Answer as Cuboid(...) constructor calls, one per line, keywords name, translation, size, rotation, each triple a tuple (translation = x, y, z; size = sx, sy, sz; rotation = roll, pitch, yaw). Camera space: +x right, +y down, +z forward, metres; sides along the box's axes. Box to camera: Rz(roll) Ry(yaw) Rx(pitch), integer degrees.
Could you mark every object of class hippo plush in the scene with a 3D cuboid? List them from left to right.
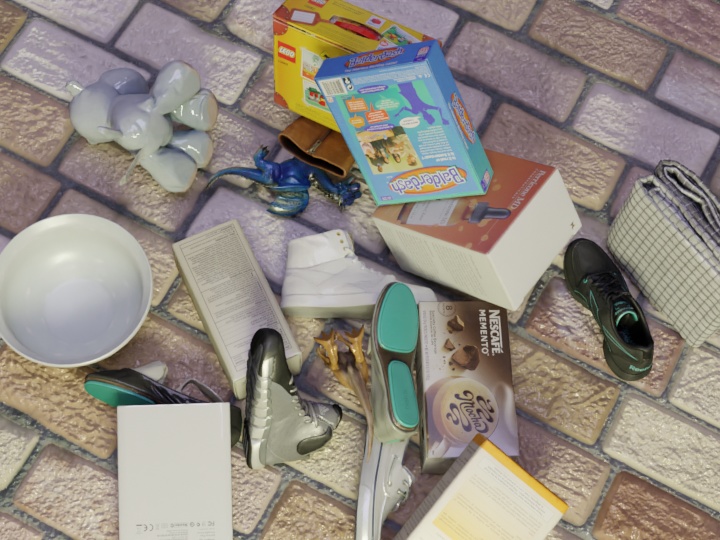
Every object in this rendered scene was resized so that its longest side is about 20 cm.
Cuboid(name="hippo plush", translation=(-0.297, -0.183, 1.748), size=(0.161, 0.160, 0.200), rotation=(14, 46, 36))

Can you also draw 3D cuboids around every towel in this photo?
Cuboid(name="towel", translation=(0.412, -0.023, 1.682), size=(0.085, 0.166, 0.200), rotation=(-33, 72, -22))

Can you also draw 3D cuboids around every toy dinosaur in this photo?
Cuboid(name="toy dinosaur", translation=(-0.007, 0.124, 1.594), size=(0.060, 0.106, 0.200), rotation=(-21, 30, -6))

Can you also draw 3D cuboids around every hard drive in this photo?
Cuboid(name="hard drive", translation=(-0.217, 0.257, 1.569), size=(0.132, 0.025, 0.201), rotation=(-1, 85, -4))

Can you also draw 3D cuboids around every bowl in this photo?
Cuboid(name="bowl", translation=(-0.351, 0.038, 1.655), size=(0.200, 0.090, 0.202), rotation=(1, 66, -2))

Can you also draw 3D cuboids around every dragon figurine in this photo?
Cuboid(name="dragon figurine", translation=(-0.097, -0.112, 1.744), size=(0.199, 0.059, 0.100), rotation=(-11, 59, -16))

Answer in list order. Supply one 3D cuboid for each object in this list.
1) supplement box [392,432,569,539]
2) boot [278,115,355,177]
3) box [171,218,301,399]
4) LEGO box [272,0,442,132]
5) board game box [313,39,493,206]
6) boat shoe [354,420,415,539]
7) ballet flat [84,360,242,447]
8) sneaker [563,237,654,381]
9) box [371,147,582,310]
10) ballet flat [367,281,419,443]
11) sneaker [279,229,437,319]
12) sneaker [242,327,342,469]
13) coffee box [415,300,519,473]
Cuboid(name="supplement box", translation=(0.125, 0.304, 1.531), size=(0.126, 0.074, 0.200), rotation=(40, 87, -3))
Cuboid(name="boot", translation=(0.020, -0.192, 1.750), size=(0.188, 0.069, 0.200), rotation=(28, 48, 10))
Cuboid(name="box", translation=(-0.154, 0.048, 1.667), size=(0.095, 0.078, 0.200), rotation=(-21, 69, -11))
Cuboid(name="LEGO box", translation=(-0.008, -0.247, 1.674), size=(0.200, 0.149, 0.077), rotation=(26, 54, 17))
Cuboid(name="board game box", translation=(0.054, -0.171, 1.595), size=(0.152, 0.200, 0.045), rotation=(-4, 41, 29))
Cuboid(name="boat shoe", translation=(0.032, 0.247, 1.593), size=(0.067, 0.074, 0.201), rotation=(7, 66, 0))
Cuboid(name="ballet flat", translation=(-0.234, 0.156, 1.629), size=(0.200, 0.068, 0.069), rotation=(26, 58, -3))
Cuboid(name="sneaker", translation=(0.322, 0.038, 1.697), size=(0.075, 0.079, 0.200), rotation=(-20, 68, -11))
Cuboid(name="box", translation=(0.144, -0.062, 1.667), size=(0.200, 0.106, 0.152), rotation=(20, 61, 43))
Cuboid(name="ballet flat", translation=(0.032, 0.110, 1.608), size=(0.067, 0.064, 0.200), rotation=(16, 58, -31))
Cuboid(name="sneaker", translation=(0.000, 0.000, 1.699), size=(0.199, 0.074, 0.116), rotation=(2, 70, -1))
Cuboid(name="sneaker", translation=(-0.076, 0.148, 1.583), size=(0.115, 0.200, 0.075), rotation=(-1, 37, -13))
Cuboid(name="coffee box", translation=(0.127, 0.142, 1.640), size=(0.113, 0.080, 0.201), rotation=(0, 67, -3))
